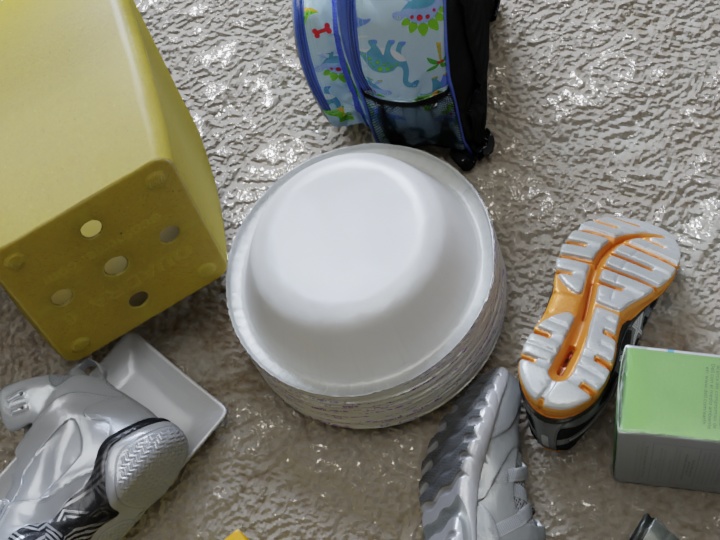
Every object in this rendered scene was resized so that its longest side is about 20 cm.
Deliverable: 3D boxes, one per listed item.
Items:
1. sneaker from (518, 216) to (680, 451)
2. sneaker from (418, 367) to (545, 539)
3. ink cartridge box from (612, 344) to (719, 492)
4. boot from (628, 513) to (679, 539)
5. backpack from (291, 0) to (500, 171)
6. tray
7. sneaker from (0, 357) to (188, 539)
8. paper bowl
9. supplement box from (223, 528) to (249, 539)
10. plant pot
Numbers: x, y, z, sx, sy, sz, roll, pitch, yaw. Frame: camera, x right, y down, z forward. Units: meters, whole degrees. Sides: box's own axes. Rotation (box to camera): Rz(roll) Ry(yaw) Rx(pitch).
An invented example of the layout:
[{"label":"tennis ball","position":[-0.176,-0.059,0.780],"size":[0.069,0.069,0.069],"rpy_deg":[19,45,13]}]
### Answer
[{"label":"sneaker","position":[0.160,0.038,0.874],"size":[0.077,0.078,0.200],"rpy_deg":[22,51,23]},{"label":"sneaker","position":[0.085,0.163,0.839],"size":[0.081,0.075,0.203],"rpy_deg":[23,60,-18]},{"label":"ink cartridge box","position":[0.262,0.103,0.804],"size":[0.197,0.104,0.060],"rpy_deg":[5,65,12]},{"label":"boot","position":[0.220,0.178,0.749],"size":[0.129,0.068,0.203],"rpy_deg":[24,108,17]},{"label":"backpack","position":[0.026,-0.201,0.940],"size":[0.144,0.201,0.186],"rpy_deg":[1,65,10]},{"label":"tray","position":[-0.194,0.149,0.907],"size":[0.107,0.022,0.200],"rpy_deg":[35,74,22]},{"label":"sneaker","position":[-0.221,0.150,0.860],"size":[0.200,0.075,0.115],"rpy_deg":[-42,64,-17]},{"label":"paper bowl","position":[0.000,0.000,0.892],"size":[0.197,0.105,0.204],"rpy_deg":[-7,61,12]},{"label":"supplement box","position":[-0.051,0.280,0.769],"size":[0.108,0.110,0.200],"rpy_deg":[-36,63,-9]},{"label":"plant pot","position":[-0.201,-0.063,0.896],"size":[0.198,0.201,0.177],"rpy_deg":[-30,53,-6]}]
